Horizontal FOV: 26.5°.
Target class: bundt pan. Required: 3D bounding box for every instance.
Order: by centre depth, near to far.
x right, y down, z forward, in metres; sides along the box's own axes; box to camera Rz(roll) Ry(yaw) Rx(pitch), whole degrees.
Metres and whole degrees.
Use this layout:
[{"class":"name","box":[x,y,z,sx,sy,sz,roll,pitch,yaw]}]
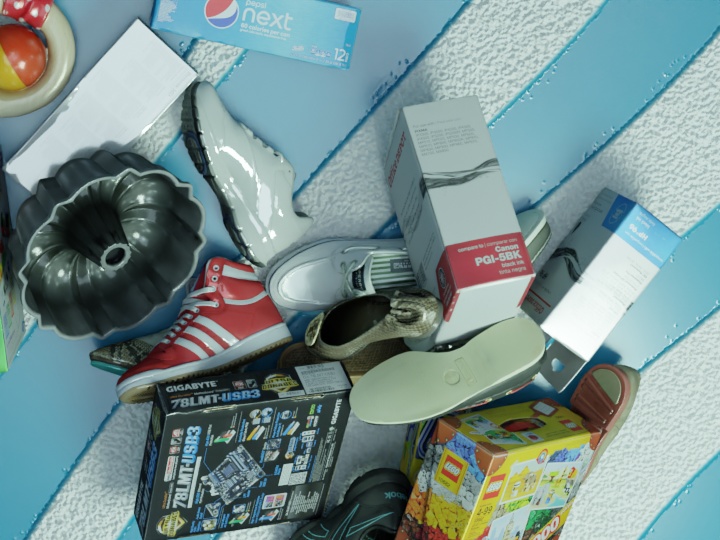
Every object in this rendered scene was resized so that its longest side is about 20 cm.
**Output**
[{"class":"bundt pan","box":[-0.255,-0.033,1.497,0.202,0.076,0.202,-23,136,-24]}]

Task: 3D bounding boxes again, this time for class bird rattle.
[{"class":"bird rattle","box":[-0.346,-0.233,1.488,0.200,0.113,0.163,-32,116,-14]}]

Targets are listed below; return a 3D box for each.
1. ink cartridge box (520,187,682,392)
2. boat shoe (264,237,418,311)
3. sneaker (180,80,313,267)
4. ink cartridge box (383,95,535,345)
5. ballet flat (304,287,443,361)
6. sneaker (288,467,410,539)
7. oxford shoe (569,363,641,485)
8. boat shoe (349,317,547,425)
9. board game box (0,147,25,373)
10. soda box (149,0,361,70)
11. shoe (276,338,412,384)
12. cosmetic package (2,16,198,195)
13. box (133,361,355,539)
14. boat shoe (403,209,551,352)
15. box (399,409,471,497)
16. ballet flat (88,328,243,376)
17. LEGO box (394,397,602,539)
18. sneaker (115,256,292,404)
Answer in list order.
[{"class":"ink cartridge box","box":[0.232,0.018,1.590,0.068,0.116,0.200,37,94,-13]},{"class":"boat shoe","box":[0.000,0.000,1.579,0.199,0.067,0.074,-14,103,-5]},{"class":"sneaker","box":[-0.118,-0.105,1.549,0.087,0.074,0.200,-30,111,-13]},{"class":"ink cartridge box","box":[0.093,-0.049,1.499,0.083,0.147,0.200,-11,69,-11]},{"class":"ballet flat","box":[0.002,0.049,1.501,0.046,0.200,0.068,24,69,-32]},{"class":"sneaker","box":[-0.017,0.290,1.601,0.075,0.079,0.200,19,127,-30]},{"class":"oxford shoe","box":[0.242,0.186,1.652,0.070,0.075,0.200,46,116,27]},{"class":"boat shoe","box":[0.088,0.109,1.506,0.201,0.063,0.074,-21,63,-3]},{"class":"board game box","box":[-0.364,-0.015,1.482,0.040,0.153,0.201,-6,102,-5]},{"class":"soda box","box":[-0.105,-0.250,1.513,0.199,0.068,0.064,12,99,-10]},{"class":"shoe","box":[0.008,0.100,1.615,0.199,0.053,0.070,0,68,-12]},{"class":"cosmetic package","box":[-0.257,-0.150,1.521,0.083,0.051,0.200,43,93,-12]},{"class":"box","box":[-0.119,0.185,1.542,0.198,0.050,0.200,-5,133,-21]},{"class":"boat shoe","box":[0.131,0.022,1.596,0.202,0.072,0.060,-47,113,-10]},{"class":"box","box":[0.072,0.242,1.638,0.064,0.070,0.201,9,100,-7]},{"class":"ballet flat","box":[-0.181,0.105,1.585,0.200,0.068,0.075,29,75,-17]},{"class":"LEGO box","box":[0.141,0.220,1.557,0.200,0.077,0.149,-4,118,-50]},{"class":"sneaker","box":[-0.173,0.055,1.531,0.200,0.071,0.113,-20,82,-36]}]
